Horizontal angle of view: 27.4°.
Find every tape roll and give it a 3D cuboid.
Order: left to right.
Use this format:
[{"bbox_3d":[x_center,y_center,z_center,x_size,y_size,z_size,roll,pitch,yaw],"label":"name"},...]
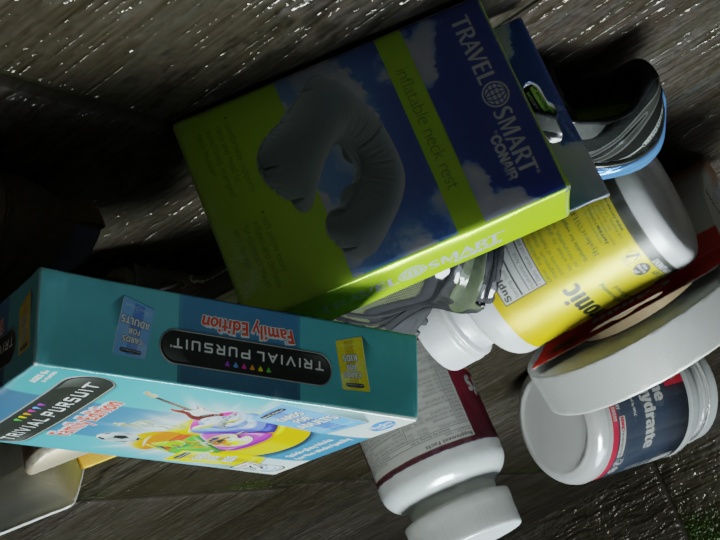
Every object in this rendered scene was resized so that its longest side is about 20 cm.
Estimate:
[{"bbox_3d":[0.216,0.037,1.099,0.202,0.037,0.203,-33,-175,4],"label":"tape roll"}]

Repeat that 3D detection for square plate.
[{"bbox_3d":[-0.276,0.143,0.986,0.197,0.029,0.200,-20,-166,0],"label":"square plate"}]

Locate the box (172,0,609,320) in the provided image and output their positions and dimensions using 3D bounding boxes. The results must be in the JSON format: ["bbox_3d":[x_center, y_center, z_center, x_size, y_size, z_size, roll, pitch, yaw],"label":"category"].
[{"bbox_3d":[0.016,-0.056,0.770,0.199,0.123,0.048,-23,161,-1],"label":"box"}]

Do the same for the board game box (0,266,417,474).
[{"bbox_3d":[-0.094,0.058,0.746,0.199,0.047,0.151,11,157,-29],"label":"board game box"}]

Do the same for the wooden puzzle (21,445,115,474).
[{"bbox_3d":[-0.132,0.075,0.963,0.184,0.038,0.200,-20,-167,-10],"label":"wooden puzzle"}]

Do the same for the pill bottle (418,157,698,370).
[{"bbox_3d":[0.131,-0.009,1.064,0.199,0.112,0.111,-31,161,23],"label":"pill bottle"}]

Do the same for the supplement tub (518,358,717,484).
[{"bbox_3d":[0.291,0.153,1.668,0.199,0.141,0.140,-11,158,-34],"label":"supplement tub"}]

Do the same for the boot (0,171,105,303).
[{"bbox_3d":[-0.219,0.019,0.767,0.200,0.075,0.097,-37,155,30],"label":"boot"}]

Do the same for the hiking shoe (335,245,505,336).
[{"bbox_3d":[0.000,0.000,0.886,0.100,0.076,0.200,22,150,-23],"label":"hiking shoe"}]

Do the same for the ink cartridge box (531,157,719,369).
[{"bbox_3d":[0.201,-0.009,1.136,0.162,0.050,0.200,-31,-177,22],"label":"ink cartridge box"}]

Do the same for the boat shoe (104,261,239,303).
[{"bbox_3d":[-0.134,0.026,0.909,0.200,0.065,0.072,-32,178,-43],"label":"boat shoe"}]

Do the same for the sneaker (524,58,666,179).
[{"bbox_3d":[0.094,-0.085,0.900,0.198,0.071,0.083,-16,138,-12],"label":"sneaker"}]

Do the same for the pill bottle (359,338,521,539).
[{"bbox_3d":[0.052,0.131,1.212,0.109,0.201,0.110,-21,162,-7],"label":"pill bottle"}]
